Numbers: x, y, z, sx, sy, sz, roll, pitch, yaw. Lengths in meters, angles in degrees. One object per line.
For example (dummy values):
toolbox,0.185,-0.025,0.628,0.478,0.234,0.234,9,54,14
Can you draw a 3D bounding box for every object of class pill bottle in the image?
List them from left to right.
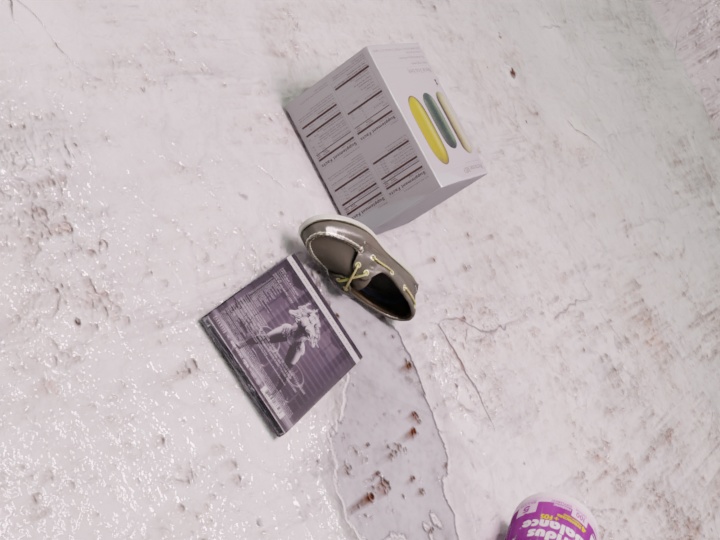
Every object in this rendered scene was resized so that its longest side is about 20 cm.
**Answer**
pill bottle,0.214,0.364,1.423,0.113,0.112,0.200,51,32,-12

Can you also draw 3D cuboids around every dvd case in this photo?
dvd case,-0.082,0.077,1.333,0.150,0.016,0.200,56,32,-3

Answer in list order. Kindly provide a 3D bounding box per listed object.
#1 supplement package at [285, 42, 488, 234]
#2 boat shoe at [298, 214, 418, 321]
supplement package,0.036,-0.170,1.574,0.151,0.150,0.202,-21,82,-58
boat shoe,0.002,-0.002,1.464,0.201,0.072,0.061,34,34,-41
